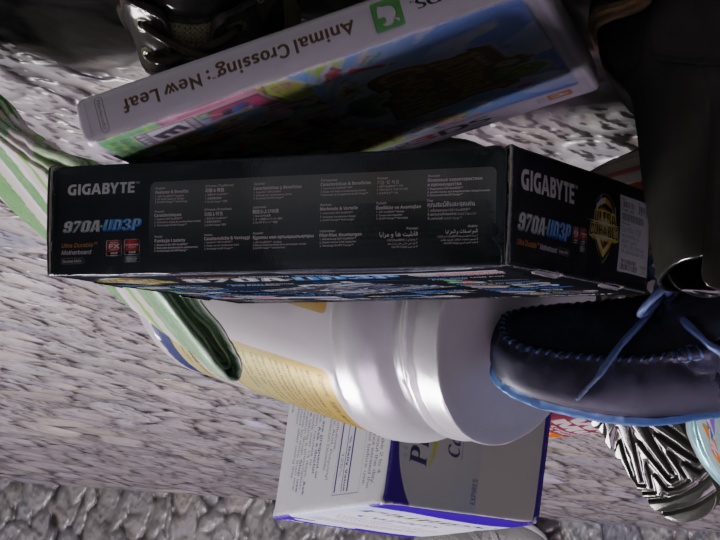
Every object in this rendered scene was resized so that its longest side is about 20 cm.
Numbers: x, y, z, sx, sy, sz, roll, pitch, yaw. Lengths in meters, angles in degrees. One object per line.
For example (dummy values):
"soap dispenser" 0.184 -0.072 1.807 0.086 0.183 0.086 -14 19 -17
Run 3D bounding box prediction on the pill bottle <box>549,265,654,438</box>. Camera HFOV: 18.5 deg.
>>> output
"pill bottle" 0.162 0.044 1.377 0.109 0.111 0.200 12 168 -24

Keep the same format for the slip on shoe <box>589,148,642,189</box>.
"slip on shoe" 0.153 -0.034 1.045 0.074 0.062 0.200 -24 -178 -14

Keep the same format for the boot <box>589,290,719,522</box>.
"boot" 0.182 0.022 1.202 0.072 0.183 0.200 -17 -164 43

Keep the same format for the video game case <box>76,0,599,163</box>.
"video game case" 0.000 -0.072 0.904 0.181 0.022 0.200 -18 171 10

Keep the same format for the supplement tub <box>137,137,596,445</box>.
"supplement tub" 0.000 0.000 1.066 0.199 0.146 0.144 16 177 39

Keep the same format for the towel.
"towel" -0.143 -0.039 1.021 0.200 0.023 0.153 34 164 40

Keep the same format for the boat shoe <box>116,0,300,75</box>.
"boat shoe" -0.060 -0.102 0.885 0.071 0.067 0.201 5 169 5

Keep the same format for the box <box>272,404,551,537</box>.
"box" 0.035 0.067 1.371 0.104 0.186 0.200 12 168 -19

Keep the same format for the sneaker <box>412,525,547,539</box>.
"sneaker" 0.167 0.394 3.134 0.198 0.082 0.075 6 138 5

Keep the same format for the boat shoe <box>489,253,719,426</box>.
"boat shoe" 0.156 0.021 0.977 0.198 0.069 0.084 -3 -148 -6

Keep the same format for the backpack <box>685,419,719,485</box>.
"backpack" 0.250 0.039 1.082 0.176 0.202 0.151 8 -171 -16

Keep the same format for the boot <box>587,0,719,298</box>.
"boot" 0.126 -0.046 0.870 0.077 0.140 0.200 3 170 4

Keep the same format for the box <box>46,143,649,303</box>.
"box" -0.001 -0.015 0.886 0.198 0.047 0.159 -2 175 26
